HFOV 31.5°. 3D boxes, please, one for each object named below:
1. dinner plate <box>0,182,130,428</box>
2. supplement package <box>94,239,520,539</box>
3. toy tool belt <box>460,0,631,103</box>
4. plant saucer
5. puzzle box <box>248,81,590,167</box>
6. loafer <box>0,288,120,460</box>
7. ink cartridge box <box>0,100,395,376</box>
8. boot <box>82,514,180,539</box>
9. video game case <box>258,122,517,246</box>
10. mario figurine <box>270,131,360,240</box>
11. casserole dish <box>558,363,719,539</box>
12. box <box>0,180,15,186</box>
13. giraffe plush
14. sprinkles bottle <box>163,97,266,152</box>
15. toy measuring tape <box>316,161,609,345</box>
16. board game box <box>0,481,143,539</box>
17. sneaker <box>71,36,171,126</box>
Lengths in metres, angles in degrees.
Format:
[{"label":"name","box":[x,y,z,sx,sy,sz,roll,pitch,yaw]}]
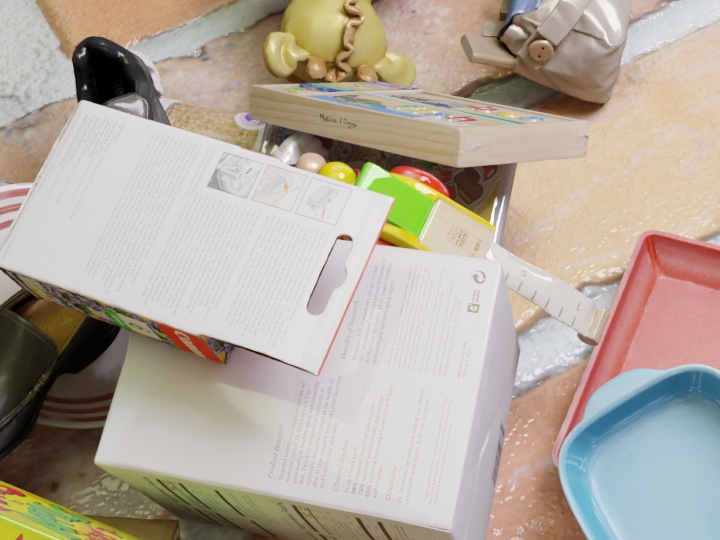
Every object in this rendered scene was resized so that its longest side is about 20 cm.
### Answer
[{"label":"dinner plate","box":[-0.205,0.024,0.879,0.200,0.024,0.200,15,51,-19]},{"label":"supplement package","box":[-0.021,0.077,0.752,0.200,0.151,0.152,8,69,14]},{"label":"toy tool belt","box":[0.151,-0.226,1.008,0.123,0.125,0.200,10,53,5]},{"label":"plant saucer","box":[0.245,0.080,0.805,0.199,0.037,0.200,16,55,20]},{"label":"puzzle box","box":[0.038,-0.102,0.864,0.133,0.025,0.200,-9,20,-44]},{"label":"loafer","box":[-0.215,0.051,0.780,0.073,0.072,0.200,29,43,6]},{"label":"ink cartridge box","box":[-0.087,-0.013,0.694,0.200,0.050,0.109,18,72,18]},{"label":"boot","box":[-0.204,0.155,0.784,0.200,0.066,0.176,3,76,13]},{"label":"video game case","box":[0.000,0.000,0.869,0.182,0.023,0.200,9,74,15]},{"label":"mario figurine","box":[-0.077,-0.058,0.820,0.200,0.106,0.124,14,67,-4]},{"label":"casserole dish","box":[0.197,0.148,0.718,0.121,0.039,0.200,-33,69,7]},{"label":"box","box":[-0.276,0.024,0.926,0.110,0.035,0.200,15,56,19]},{"label":"giraffe plush","box":[-0.022,-0.215,1.017,0.172,0.200,0.163,-4,80,1]},{"label":"sprinkles bottle","box":[-0.076,-0.085,0.962,0.200,0.068,0.068,10,54,15]},{"label":"toy measuring tape","box":[0.056,-0.008,0.784,0.200,0.074,0.074,30,54,-12]},{"label":"board game box","box":[-0.153,0.159,0.669,0.200,0.102,0.048,24,84,-6]},{"label":"sneaker","box":[-0.158,-0.081,0.896,0.066,0.090,0.200,-26,73,8]}]
